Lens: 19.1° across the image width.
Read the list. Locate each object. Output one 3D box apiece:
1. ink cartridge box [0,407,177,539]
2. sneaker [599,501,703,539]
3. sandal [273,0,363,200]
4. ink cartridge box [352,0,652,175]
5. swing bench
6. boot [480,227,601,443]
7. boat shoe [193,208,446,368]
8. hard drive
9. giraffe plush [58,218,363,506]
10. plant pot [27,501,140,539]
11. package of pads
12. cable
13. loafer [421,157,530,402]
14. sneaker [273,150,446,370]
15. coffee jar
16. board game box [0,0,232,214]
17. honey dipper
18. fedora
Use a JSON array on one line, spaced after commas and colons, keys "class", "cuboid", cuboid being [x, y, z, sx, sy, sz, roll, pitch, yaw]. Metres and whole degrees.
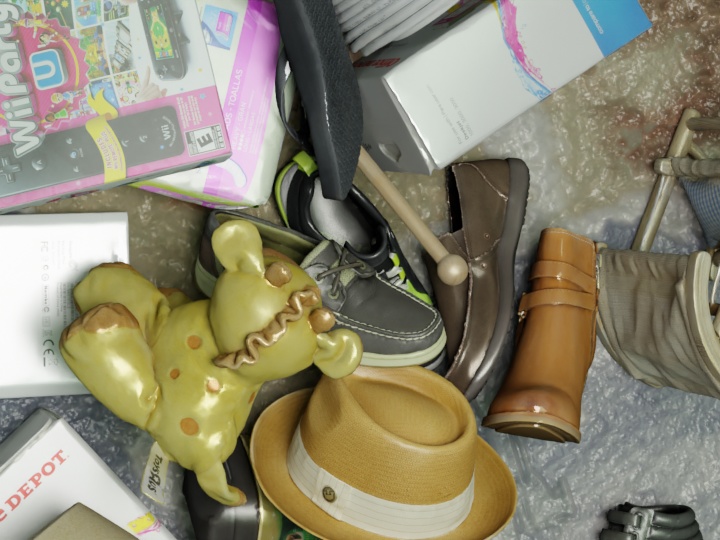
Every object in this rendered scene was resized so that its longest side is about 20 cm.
[{"class": "ink cartridge box", "cuboid": [-0.209, 0.218, 1.533, 0.145, 0.084, 0.200, -44, 105, -10]}, {"class": "sneaker", "cuboid": [0.187, 0.237, 1.670, 0.200, 0.071, 0.099, -13, 95, -22]}, {"class": "sandal", "cuboid": [-0.038, -0.145, 1.499, 0.043, 0.076, 0.201, -3, 117, 20]}, {"class": "ink cartridge box", "cuboid": [0.091, -0.158, 1.576, 0.200, 0.144, 0.085, -35, 102, -13]}, {"class": "swing bench", "cuboid": [0.274, -0.010, 1.614, 0.130, 0.199, 0.200, 41, 80, -15]}, {"class": "boot", "cuboid": [0.139, 0.045, 1.585, 0.073, 0.200, 0.155, 9, 92, 7]}, {"class": "boat shoe", "cuboid": [-0.032, 0.010, 1.533, 0.072, 0.200, 0.066, -46, 148, -44]}, {"class": "hard drive", "cuboid": [-0.266, 0.026, 1.535, 0.199, 0.027, 0.132, -2, 94, -18]}, {"class": "giraffe plush", "cuboid": [-0.093, 0.045, 1.460, 0.172, 0.200, 0.162, 33, 114, -34]}, {"class": "plant pot", "cuboid": [-0.162, 0.260, 1.427, 0.187, 0.187, 0.200, -38, 91, -12]}, {"class": "package of pads", "cuboid": [-0.148, -0.133, 1.534, 0.200, 0.068, 0.155, 14, 88, -9]}, {"class": "cable", "cuboid": [0.061, -0.234, 1.534, 0.200, 0.200, 0.069, -37, 98, -7]}, {"class": "loafer", "cuboid": [0.078, 0.005, 1.611, 0.071, 0.073, 0.200, 12, 66, -6]}, {"class": "sneaker", "cuboid": [0.000, 0.000, 1.588, 0.072, 0.083, 0.200, -39, 103, -11]}, {"class": "coffee jar", "cuboid": [-0.029, 0.171, 1.575, 0.199, 0.104, 0.085, 1, 124, -17]}, {"class": "board game box", "cuboid": [-0.202, -0.124, 1.459, 0.199, 0.064, 0.148, -14, 93, -7]}, {"class": "honey dipper", "cuboid": [0.013, -0.067, 1.561, 0.038, 0.038, 0.200, -34, 70, -13]}, {"class": "fedora", "cuboid": [0.020, 0.119, 1.513, 0.200, 0.201, 0.082, 0, 123, -18]}]
